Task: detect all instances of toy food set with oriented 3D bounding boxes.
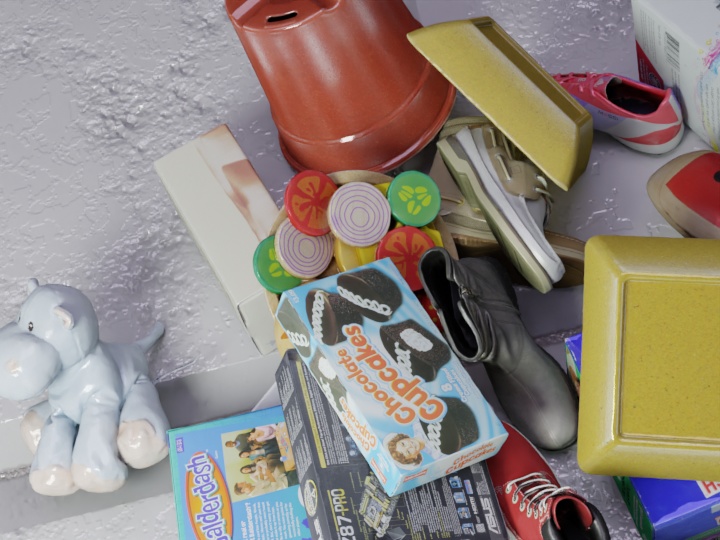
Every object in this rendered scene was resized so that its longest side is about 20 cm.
[{"bbox_3d":[0.000,0.000,1.662,0.198,0.049,0.200,-13,83,-18],"label":"toy food set"}]

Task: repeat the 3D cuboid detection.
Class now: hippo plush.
[{"bbox_3d":[-0.253,0.095,1.658,0.200,0.161,0.159,-42,41,-13],"label":"hippo plush"}]

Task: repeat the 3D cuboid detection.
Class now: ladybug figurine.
[{"bbox_3d":[0.347,-0.045,1.649,0.200,0.135,0.072,43,113,34],"label":"ladybug figurine"}]

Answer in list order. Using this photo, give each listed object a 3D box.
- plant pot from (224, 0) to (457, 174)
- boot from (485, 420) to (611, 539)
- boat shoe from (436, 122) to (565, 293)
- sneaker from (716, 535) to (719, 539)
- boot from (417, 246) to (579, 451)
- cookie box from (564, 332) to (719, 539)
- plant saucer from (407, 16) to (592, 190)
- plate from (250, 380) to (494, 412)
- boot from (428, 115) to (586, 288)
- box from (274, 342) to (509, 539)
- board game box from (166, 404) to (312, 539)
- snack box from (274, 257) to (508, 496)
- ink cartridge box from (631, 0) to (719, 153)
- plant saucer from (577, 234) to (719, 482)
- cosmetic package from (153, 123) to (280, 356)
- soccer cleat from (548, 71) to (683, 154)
[{"bbox_3d":[-0.030,-0.226,1.790,0.199,0.196,0.202,-15,48,17],"label":"plant pot"},{"bbox_3d":[0.150,0.186,1.529,0.072,0.145,0.201,-25,60,-11],"label":"boot"},{"bbox_3d":[0.141,-0.067,1.659,0.068,0.075,0.201,-29,53,-3],"label":"boat shoe"},{"bbox_3d":[0.308,0.229,1.498,0.197,0.076,0.116,4,85,12],"label":"sneaker"},{"bbox_3d":[0.115,0.074,1.600,0.067,0.130,0.201,-32,77,21],"label":"boot"},{"bbox_3d":[0.292,0.127,1.587,0.169,0.075,0.201,-20,55,-2],"label":"cookie box"},{"bbox_3d":[0.145,-0.170,1.695,0.200,0.200,0.049,44,105,2],"label":"plant saucer"},{"bbox_3d":[-0.007,0.161,1.659,0.198,0.032,0.200,29,68,28],"label":"plate"},{"bbox_3d":[0.147,-0.070,1.751,0.198,0.073,0.157,11,60,23],"label":"boot"},{"bbox_3d":[0.025,0.158,1.552,0.159,0.049,0.202,-1,55,-23],"label":"box"},{"bbox_3d":[-0.065,0.194,1.604,0.198,0.045,0.153,-12,56,3],"label":"board game box"},{"bbox_3d":[0.025,0.087,1.550,0.115,0.037,0.201,-18,60,-31],"label":"snack box"},{"bbox_3d":[0.378,-0.204,1.738,0.144,0.146,0.200,-34,58,-11],"label":"ink cartridge box"},{"bbox_3d":[0.278,0.075,1.489,0.197,0.048,0.203,2,91,11],"label":"plant saucer"},{"bbox_3d":[-0.114,-0.031,1.765,0.087,0.104,0.201,-28,57,-6],"label":"cosmetic package"},{"bbox_3d":[0.223,-0.172,1.796,0.198,0.073,0.069,17,63,22],"label":"soccer cleat"}]
